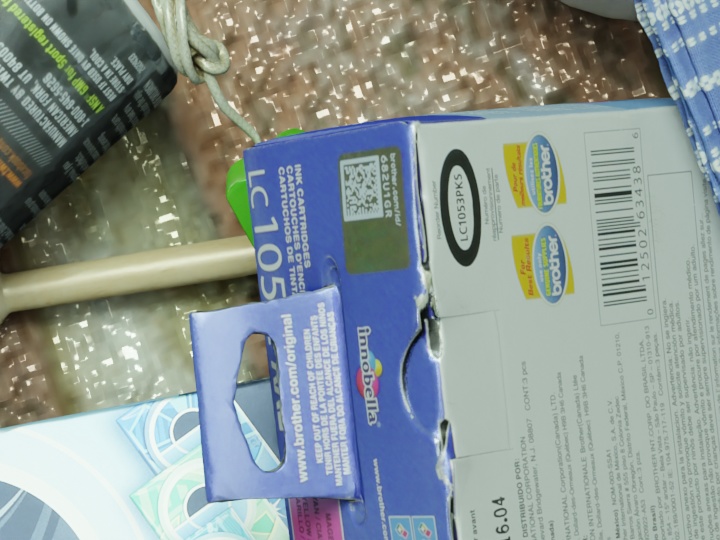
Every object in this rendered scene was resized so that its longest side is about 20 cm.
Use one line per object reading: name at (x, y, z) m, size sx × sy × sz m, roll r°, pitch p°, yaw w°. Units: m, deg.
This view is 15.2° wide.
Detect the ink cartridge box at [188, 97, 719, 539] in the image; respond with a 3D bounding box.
ink cartridge box at (0.049, 0.024, 0.729) m, size 0.200 × 0.076 × 0.137 m, roll -7°, pitch 91°, yaw -40°

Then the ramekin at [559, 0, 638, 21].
ramekin at (0.095, -0.170, 0.810) m, size 0.200 × 0.098 × 0.201 m, roll 0°, pitch 80°, yaw 1°

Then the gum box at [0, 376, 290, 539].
gum box at (-0.103, 0.132, 0.740) m, size 0.199 × 0.045 × 0.170 m, roll -10°, pitch 77°, yaw -3°

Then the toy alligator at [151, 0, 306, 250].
toy alligator at (0.000, 0.000, 0.769) m, size 0.054 × 0.059 × 0.200 m, roll -18°, pitch 115°, yaw 6°

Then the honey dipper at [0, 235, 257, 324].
honey dipper at (-0.030, -0.006, 0.817) m, size 0.199 × 0.038 × 0.038 m, roll -8°, pitch 81°, yaw 1°

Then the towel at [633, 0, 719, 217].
towel at (0.146, -0.054, 0.736) m, size 0.145 × 0.024 × 0.200 m, roll -30°, pitch 107°, yaw -22°

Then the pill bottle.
pill bottle at (-0.158, -0.028, 0.787) m, size 0.200 × 0.106 × 0.106 m, roll -43°, pitch 83°, yaw -6°
